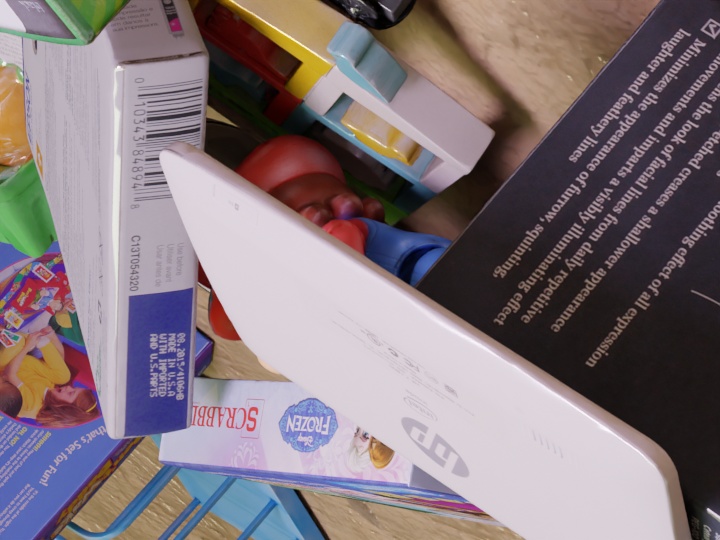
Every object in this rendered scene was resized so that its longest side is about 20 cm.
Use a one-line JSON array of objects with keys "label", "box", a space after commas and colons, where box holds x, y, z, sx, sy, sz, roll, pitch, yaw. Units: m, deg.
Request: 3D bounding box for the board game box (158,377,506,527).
[{"label": "board game box", "box": [0.050, 0.081, 1.151, 0.199, 0.041, 0.200, 13, 173, -31]}]

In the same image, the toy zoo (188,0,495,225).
[{"label": "toy zoo", "box": [-0.018, -0.073, 1.101, 0.131, 0.020, 0.200, 35, 168, -4]}]

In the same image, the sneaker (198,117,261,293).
[{"label": "sneaker", "box": [0.000, 0.000, 1.215, 0.200, 0.076, 0.115, 40, 162, -25]}]

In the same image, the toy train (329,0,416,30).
[{"label": "toy train", "box": [-0.059, -0.155, 1.037, 0.200, 0.034, 0.046, 38, 173, 10]}]

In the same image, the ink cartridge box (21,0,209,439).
[{"label": "ink cartridge box", "box": [-0.103, -0.069, 1.133, 0.200, 0.043, 0.197, -110, 18, -45]}]

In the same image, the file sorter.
[{"label": "file sorter", "box": [-0.126, 0.154, 1.744, 0.139, 0.123, 0.200, 28, 158, 38]}]

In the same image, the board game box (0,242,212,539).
[{"label": "board game box", "box": [-0.200, 0.078, 1.593, 0.134, 0.200, 0.045, 39, 163, 9]}]

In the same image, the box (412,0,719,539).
[{"label": "box", "box": [0.138, 0.032, 0.868, 0.200, 0.148, 0.107, 35, 161, 23]}]

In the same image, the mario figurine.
[{"label": "mario figurine", "box": [0.007, 0.022, 1.091, 0.200, 0.106, 0.124, 18, 146, 40]}]

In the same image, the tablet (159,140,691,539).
[{"label": "tablet", "box": [0.023, 0.041, 0.864, 0.200, 0.014, 0.130, 33, 161, 29]}]

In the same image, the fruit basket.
[{"label": "fruit basket", "box": [-0.196, -0.113, 1.370, 0.185, 0.094, 0.200, 23, 139, 44]}]

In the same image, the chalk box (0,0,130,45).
[{"label": "chalk box", "box": [-0.114, -0.156, 0.868, 0.124, 0.200, 0.124, 16, 149, 53]}]
